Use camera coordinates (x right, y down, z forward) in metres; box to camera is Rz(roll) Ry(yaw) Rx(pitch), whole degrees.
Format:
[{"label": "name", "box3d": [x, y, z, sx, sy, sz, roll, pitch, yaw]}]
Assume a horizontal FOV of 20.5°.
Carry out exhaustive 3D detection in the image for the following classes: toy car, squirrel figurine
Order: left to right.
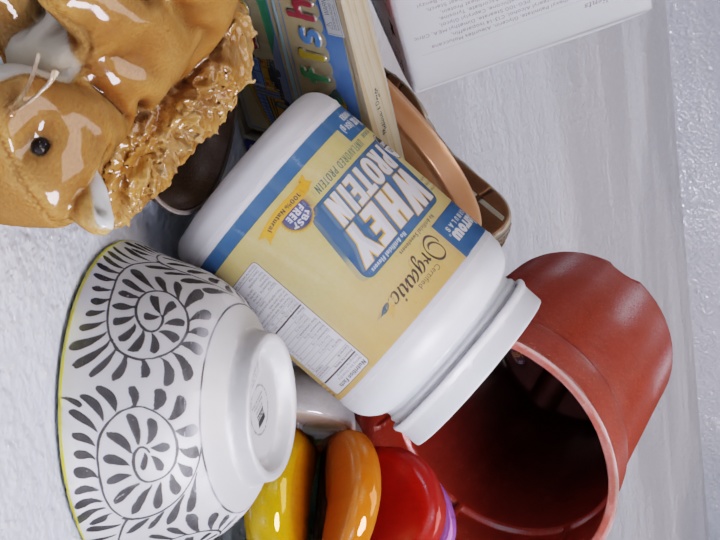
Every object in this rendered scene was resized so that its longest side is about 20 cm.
[{"label": "squirrel figurine", "box3d": [-0.130, -0.091, 1.016, 0.200, 0.141, 0.187, 57, 42, -55]}, {"label": "toy car", "box3d": [-0.012, 0.164, 1.326, 0.200, 0.149, 0.176, 74, 19, -71]}]

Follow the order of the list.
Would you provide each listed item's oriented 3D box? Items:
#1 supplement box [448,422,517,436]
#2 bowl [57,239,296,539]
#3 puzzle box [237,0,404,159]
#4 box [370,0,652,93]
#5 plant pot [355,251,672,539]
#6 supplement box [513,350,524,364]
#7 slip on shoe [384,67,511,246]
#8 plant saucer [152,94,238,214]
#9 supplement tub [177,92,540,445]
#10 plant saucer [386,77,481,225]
[{"label": "supplement box", "box3d": [0.060, 0.221, 1.569, 0.103, 0.131, 0.201, 6, 83, -37]}, {"label": "bowl", "box3d": [-0.095, 0.081, 1.183, 0.201, 0.094, 0.201, -1, 90, -74]}, {"label": "puzzle box", "box3d": [-0.038, -0.126, 1.323, 0.025, 0.133, 0.200, -42, 134, -32]}, {"label": "box", "box3d": [0.095, -0.270, 1.539, 0.199, 0.199, 0.131, -111, -178, -46]}, {"label": "plant pot", "box3d": [0.127, 0.091, 1.443, 0.195, 0.200, 0.201, -41, 129, -52]}, {"label": "supplement box", "box3d": [0.137, 0.108, 1.722, 0.200, 0.085, 0.111, -69, 161, -75]}, {"label": "slip on shoe", "box3d": [0.039, -0.080, 1.540, 0.076, 0.200, 0.061, -38, 160, -23]}, {"label": "plant saucer", "box3d": [-0.122, -0.134, 1.211, 0.200, 0.032, 0.201, -2, 90, -73]}, {"label": "supplement tub", "box3d": [0.000, 0.000, 1.262, 0.145, 0.200, 0.145, -50, -179, 1]}, {"label": "plant saucer", "box3d": [0.005, -0.089, 1.411, 0.032, 0.200, 0.200, -42, 144, -13]}]
